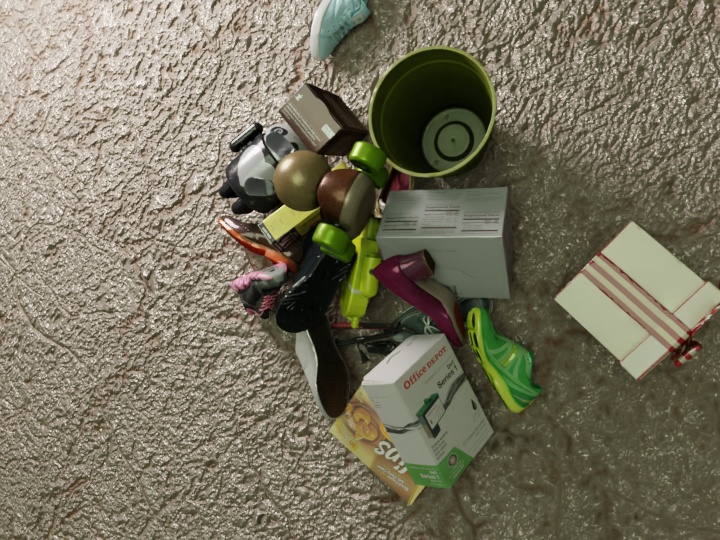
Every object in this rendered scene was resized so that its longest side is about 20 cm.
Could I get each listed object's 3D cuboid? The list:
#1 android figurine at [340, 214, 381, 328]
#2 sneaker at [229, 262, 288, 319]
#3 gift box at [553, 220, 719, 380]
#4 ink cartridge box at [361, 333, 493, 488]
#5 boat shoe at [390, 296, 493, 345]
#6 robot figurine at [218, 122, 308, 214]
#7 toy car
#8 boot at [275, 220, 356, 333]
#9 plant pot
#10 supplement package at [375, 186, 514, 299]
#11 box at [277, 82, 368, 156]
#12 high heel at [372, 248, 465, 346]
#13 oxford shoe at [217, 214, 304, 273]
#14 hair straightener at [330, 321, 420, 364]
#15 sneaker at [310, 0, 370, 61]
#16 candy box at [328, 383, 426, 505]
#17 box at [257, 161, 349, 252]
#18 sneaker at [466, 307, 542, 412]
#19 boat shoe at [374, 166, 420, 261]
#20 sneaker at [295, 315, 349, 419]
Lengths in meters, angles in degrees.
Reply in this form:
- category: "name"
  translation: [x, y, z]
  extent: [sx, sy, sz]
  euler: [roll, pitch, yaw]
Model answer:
- category: "android figurine"
  translation: [0.000, 0.000, 1.036]
  extent: [0.041, 0.182, 0.202]
  euler: [8, 98, -11]
- category: "sneaker"
  translation: [-0.184, 0.044, 1.122]
  extent: [0.200, 0.079, 0.096]
  euler: [-17, 90, 60]
- category: "gift box"
  translation: [0.426, 0.042, 0.867]
  extent: [0.187, 0.184, 0.200]
  euler: [47, 110, 18]
- category: "ink cartridge box"
  translation: [0.112, 0.223, 0.951]
  extent: [0.084, 0.146, 0.201]
  euler: [-14, 107, 50]
- category: "boat shoe"
  translation: [0.135, 0.085, 1.038]
  extent: [0.199, 0.062, 0.073]
  euler: [-20, 81, 19]
- category: "robot figurine"
  translation: [-0.181, -0.192, 1.132]
  extent: [0.200, 0.150, 0.125]
  euler: [-38, 36, 15]
- category: "toy car"
  translation: [-0.078, -0.131, 0.916]
  extent: [0.199, 0.158, 0.165]
  euler: [24, 85, 7]
- category: "boot"
  translation: [-0.084, 0.003, 1.072]
  extent: [0.076, 0.168, 0.201]
  euler: [33, 101, -18]
- category: "plant pot"
  translation: [0.139, -0.238, 0.978]
  extent: [0.199, 0.193, 0.202]
  euler: [-1, 87, 21]
- category: "supplement package"
  translation: [0.148, -0.044, 0.973]
  extent: [0.199, 0.156, 0.111]
  euler: [1, 51, 21]
- category: "box"
  translation: [-0.060, -0.263, 1.042]
  extent: [0.075, 0.200, 0.100]
  euler: [-40, 89, 15]
- category: "high heel"
  translation: [0.102, 0.054, 0.962]
  extent: [0.096, 0.068, 0.201]
  euler: [-18, 115, 25]
- category: "oxford shoe"
  translation: [-0.197, -0.069, 1.174]
  extent: [0.199, 0.071, 0.073]
  euler: [29, 81, 13]
- category: "hair straightener"
  translation: [0.022, 0.133, 1.070]
  extent: [0.199, 0.041, 0.078]
  euler: [-5, 87, 33]
- category: "sneaker"
  translation: [-0.028, -0.491, 1.115]
  extent: [0.082, 0.074, 0.201]
  euler: [28, 99, 22]
- category: "candy box"
  translation: [0.054, 0.310, 1.063]
  extent: [0.200, 0.055, 0.116]
  euler: [38, 101, 17]
- category: "box"
  translation: [-0.093, -0.118, 1.099]
  extent: [0.200, 0.075, 0.050]
  euler: [-37, 77, -3]
- category: "sneaker"
  translation: [0.240, 0.141, 0.981]
  extent: [0.083, 0.074, 0.201]
  euler: [-30, 104, 0]
- category: "boat shoe"
  translation: [0.056, -0.116, 1.071]
  extent: [0.073, 0.069, 0.201]
  euler: [16, 94, 20]
- category: "sneaker"
  translation: [-0.075, 0.175, 1.090]
  extent: [0.085, 0.072, 0.201]
  euler: [-25, 75, 59]
